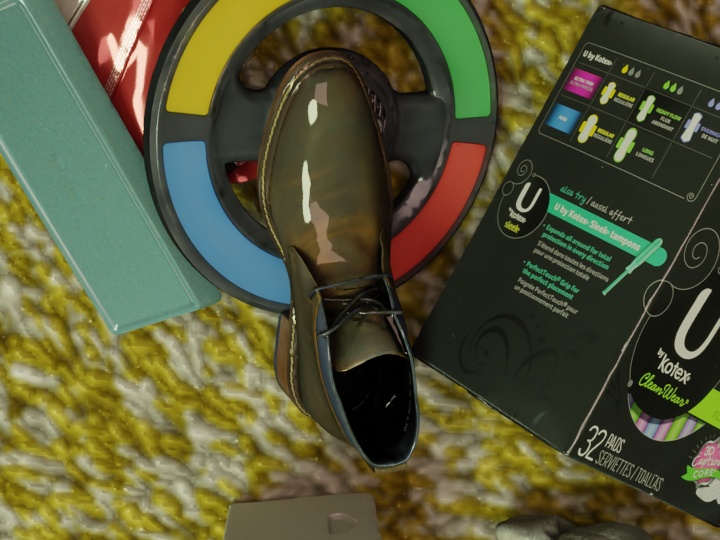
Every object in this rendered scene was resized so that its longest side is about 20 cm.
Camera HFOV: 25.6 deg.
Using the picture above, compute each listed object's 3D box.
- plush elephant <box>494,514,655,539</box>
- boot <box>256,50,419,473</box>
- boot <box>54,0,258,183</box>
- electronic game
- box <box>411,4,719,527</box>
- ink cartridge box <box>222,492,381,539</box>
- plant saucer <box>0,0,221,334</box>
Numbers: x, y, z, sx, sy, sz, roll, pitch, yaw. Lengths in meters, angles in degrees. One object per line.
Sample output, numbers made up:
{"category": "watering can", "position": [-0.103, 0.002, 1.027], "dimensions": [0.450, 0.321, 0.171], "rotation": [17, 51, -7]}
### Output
{"category": "plush elephant", "position": [0.138, 0.203, 0.822], "dimensions": [0.155, 0.164, 0.201], "rotation": [45, 62, -19]}
{"category": "boot", "position": [0.000, 0.000, 0.769], "dimensions": [0.074, 0.097, 0.202], "rotation": [-14, 121, -20]}
{"category": "boot", "position": [-0.087, -0.126, 0.823], "dimensions": [0.144, 0.072, 0.201], "rotation": [32, 100, -6]}
{"category": "electronic game", "position": [-0.016, -0.074, 0.810], "dimensions": [0.198, 0.042, 0.202], "rotation": [-9, 111, -26]}
{"category": "box", "position": [0.150, -0.002, 0.790], "dimensions": [0.148, 0.124, 0.201], "rotation": [27, 92, -43]}
{"category": "ink cartridge box", "position": [-0.027, 0.229, 0.816], "dimensions": [0.083, 0.145, 0.202], "rotation": [-2, 94, -3]}
{"category": "plant saucer", "position": [-0.145, -0.052, 0.805], "dimensions": [0.069, 0.019, 0.201], "rotation": [-17, 117, 22]}
